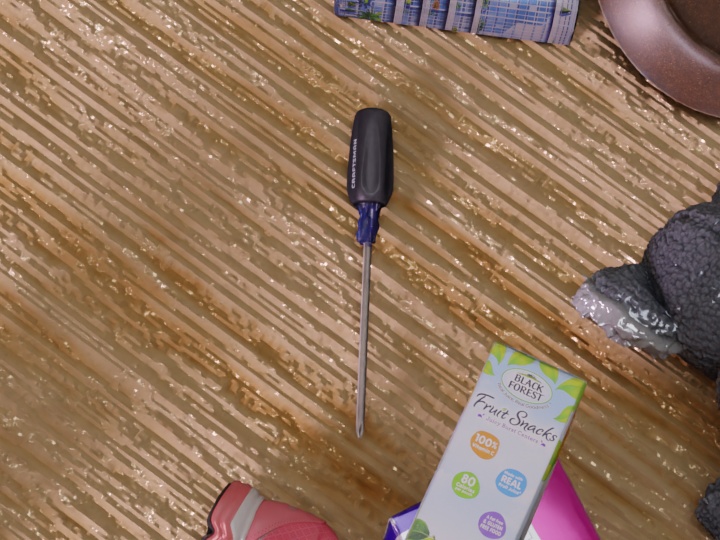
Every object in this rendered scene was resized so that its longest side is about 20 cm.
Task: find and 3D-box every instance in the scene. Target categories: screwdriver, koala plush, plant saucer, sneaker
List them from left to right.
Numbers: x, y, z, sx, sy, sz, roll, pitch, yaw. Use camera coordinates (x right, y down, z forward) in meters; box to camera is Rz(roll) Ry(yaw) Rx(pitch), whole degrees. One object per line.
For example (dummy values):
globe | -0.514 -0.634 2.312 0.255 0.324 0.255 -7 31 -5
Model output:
sneaker | -0.063 0.220 1.200 0.086 0.074 0.201 15 75 0
screwdriver | 0.000 0.000 1.283 0.029 0.028 0.201 -1 75 29
plant saucer | 0.236 -0.192 1.307 0.199 0.034 0.202 1 88 -15
koala plush | 0.234 0.036 1.220 0.177 0.184 0.200 -35 68 -11

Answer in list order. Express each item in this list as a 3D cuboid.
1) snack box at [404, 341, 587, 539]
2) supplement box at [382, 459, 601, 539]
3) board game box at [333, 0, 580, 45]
snack box | 0.053 0.127 1.059 0.053 0.200 0.143 23 77 6
supplement box | 0.101 0.211 1.194 0.101 0.103 0.201 -25 76 -9
board game box | 0.093 -0.247 1.331 0.198 0.062 0.201 6 75 0
